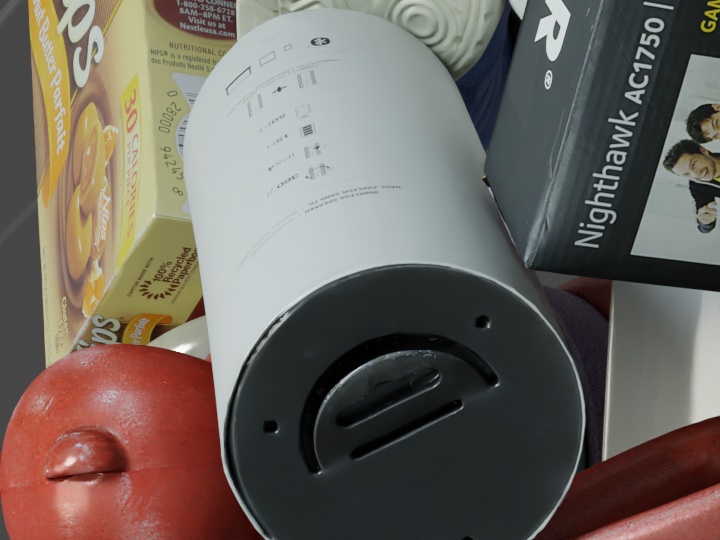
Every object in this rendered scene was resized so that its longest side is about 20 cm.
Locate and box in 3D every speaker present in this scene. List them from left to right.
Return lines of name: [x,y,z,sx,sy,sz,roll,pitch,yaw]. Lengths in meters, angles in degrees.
speaker: [0.000,0.000,0.726,0.200,0.081,0.081,-107,25,-69]

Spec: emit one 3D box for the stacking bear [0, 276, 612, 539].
stacking bear: [-0.005,0.057,0.837,0.121,0.200,0.114,-5,88,61]

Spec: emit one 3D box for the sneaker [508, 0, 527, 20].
sneaker: [0.071,-0.081,0.725,0.085,0.073,0.200,53,-177,19]

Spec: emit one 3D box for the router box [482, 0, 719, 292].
router box: [0.123,-0.088,0.644,0.051,0.149,0.200,-110,31,-59]

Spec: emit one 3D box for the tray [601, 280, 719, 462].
tray: [0.112,0.080,0.785,0.107,0.022,0.201,9,100,38]

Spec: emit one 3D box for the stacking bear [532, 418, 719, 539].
stacking bear: [0.106,0.143,0.707,0.121,0.114,0.200,-16,95,62]

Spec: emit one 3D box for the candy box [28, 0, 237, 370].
candy box: [-0.076,-0.067,1.068,0.115,0.055,0.200,127,145,-48]

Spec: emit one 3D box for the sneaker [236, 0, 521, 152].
sneaker: [0.014,-0.079,0.878,0.200,0.077,0.111,98,-167,-45]

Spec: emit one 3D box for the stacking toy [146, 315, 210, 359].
stacking toy: [-0.017,0.114,0.994,0.085,0.085,0.200,-53,52,48]
